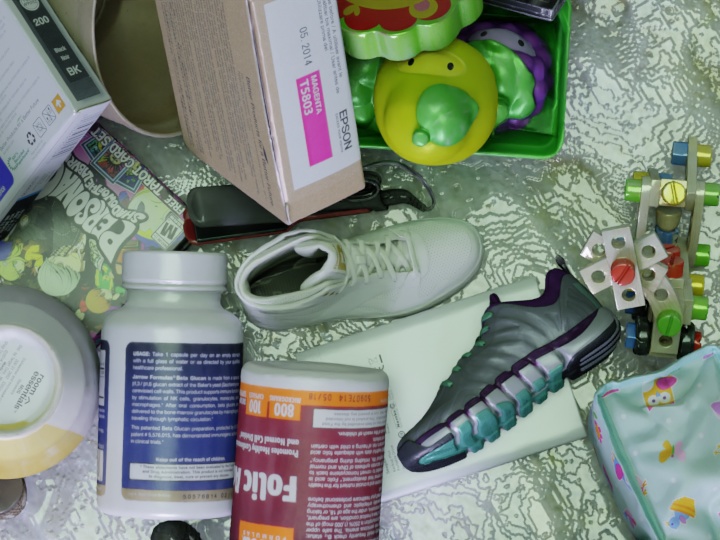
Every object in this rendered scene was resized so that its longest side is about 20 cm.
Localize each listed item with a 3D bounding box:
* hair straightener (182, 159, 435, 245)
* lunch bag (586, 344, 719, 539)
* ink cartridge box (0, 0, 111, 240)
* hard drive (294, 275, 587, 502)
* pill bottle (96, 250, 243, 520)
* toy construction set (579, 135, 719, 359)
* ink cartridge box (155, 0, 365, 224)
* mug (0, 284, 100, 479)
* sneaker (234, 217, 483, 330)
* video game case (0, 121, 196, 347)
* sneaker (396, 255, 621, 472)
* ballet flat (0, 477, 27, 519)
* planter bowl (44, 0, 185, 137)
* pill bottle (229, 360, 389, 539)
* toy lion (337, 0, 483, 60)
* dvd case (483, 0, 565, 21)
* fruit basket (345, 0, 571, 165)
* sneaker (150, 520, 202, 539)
[{"bbox_3d":[-0.038,-0.055,1.581,0.199,0.077,0.041,-2,68,-9],"label":"hair straightener"},{"bbox_3d":[0.246,0.174,1.502,0.121,0.170,0.201,-20,79,0],"label":"lunch bag"},{"bbox_3d":[-0.295,-0.150,1.548,0.043,0.198,0.200,-25,77,-44],"label":"ink cartridge box"},{"bbox_3d":[0.063,0.098,1.597,0.199,0.027,0.133,-18,83,2],"label":"hard drive"},{"bbox_3d":[-0.145,0.086,1.562,0.110,0.111,0.201,2,90,4],"label":"pill bottle"},{"bbox_3d":[0.226,-0.011,1.527,0.092,0.200,0.132,12,115,17],"label":"toy construction set"},{"bbox_3d":[-0.079,-0.159,1.488,0.075,0.165,0.201,-25,126,-24],"label":"ink cartridge box"},{"bbox_3d":[-0.259,0.100,1.513,0.149,0.153,0.188,-14,89,-11],"label":"mug"},{"bbox_3d":[0.000,0.000,1.569,0.199,0.116,0.074,-16,81,0],"label":"sneaker"},{"bbox_3d":[-0.254,-0.038,1.630,0.200,0.036,0.181,43,89,7],"label":"video game case"},{"bbox_3d":[0.099,0.073,1.558,0.199,0.074,0.088,-33,68,-10],"label":"sneaker"},{"bbox_3d":[-0.345,0.132,1.617,0.200,0.046,0.067,34,74,10],"label":"ballet flat"},{"bbox_3d":[-0.188,-0.215,1.583,0.134,0.200,0.201,16,84,33],"label":"planter bowl"},{"bbox_3d":[-0.041,0.172,1.528,0.113,0.114,0.201,4,91,4],"label":"pill bottle"},{"bbox_3d":[0.018,-0.243,1.521,0.200,0.069,0.192,30,64,30],"label":"toy lion"},{"bbox_3d":[0.087,-0.265,1.581,0.199,0.016,0.149,18,51,21],"label":"dvd case"},{"bbox_3d":[0.057,-0.147,1.539,0.214,0.216,0.157,4,83,4],"label":"fruit basket"},{"bbox_3d":[-0.142,0.286,1.544,0.080,0.074,0.201,-6,105,11],"label":"sneaker"}]
